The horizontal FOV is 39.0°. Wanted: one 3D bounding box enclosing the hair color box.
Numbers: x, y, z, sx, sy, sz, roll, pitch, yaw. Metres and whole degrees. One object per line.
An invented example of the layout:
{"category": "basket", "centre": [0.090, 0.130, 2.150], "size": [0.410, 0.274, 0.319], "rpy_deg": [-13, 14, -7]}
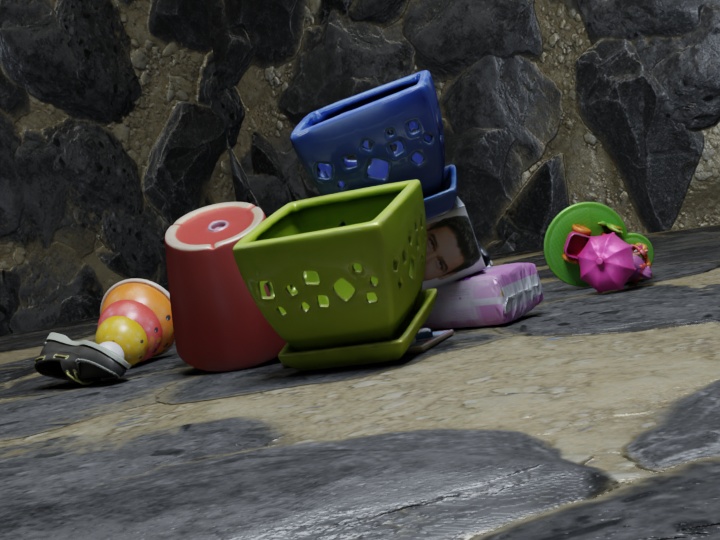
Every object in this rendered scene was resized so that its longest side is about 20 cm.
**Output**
{"category": "hair color box", "centre": [0.067, -0.019, 1.445], "size": [0.198, 0.100, 0.061], "rpy_deg": [-22, 16, 2]}

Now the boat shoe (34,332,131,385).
{"category": "boat shoe", "centre": [-0.414, 0.141, 1.508], "size": [0.200, 0.061, 0.072], "rpy_deg": [5, -33, 45]}

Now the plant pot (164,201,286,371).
{"category": "plant pot", "centre": [-0.184, 0.013, 1.426], "size": [0.198, 0.179, 0.201], "rpy_deg": [-9, 27, 5]}

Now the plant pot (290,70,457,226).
{"category": "plant pot", "centre": [0.033, -0.155, 1.420], "size": [0.198, 0.181, 0.200], "rpy_deg": [-19, 15, 10]}

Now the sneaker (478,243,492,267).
{"category": "sneaker", "centre": [0.140, -0.031, 1.639], "size": [0.079, 0.199, 0.130], "rpy_deg": [-44, -19, -12]}

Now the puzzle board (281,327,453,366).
{"category": "puzzle board", "centre": [0.012, 0.099, 1.365], "size": [0.198, 0.018, 0.151], "rpy_deg": [-8, 3, 21]}

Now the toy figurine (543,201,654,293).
{"category": "toy figurine", "centre": [0.419, -0.015, 1.681], "size": [0.198, 0.152, 0.184], "rpy_deg": [15, 14, -7]}

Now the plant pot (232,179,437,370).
{"category": "plant pot", "centre": [-0.017, 0.010, 1.268], "size": [0.197, 0.183, 0.200], "rpy_deg": [-9, 18, 22]}

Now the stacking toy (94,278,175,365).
{"category": "stacking toy", "centre": [-0.386, 0.115, 1.662], "size": [0.144, 0.148, 0.200], "rpy_deg": [-8, 22, 12]}

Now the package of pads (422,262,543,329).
{"category": "package of pads", "centre": [0.154, 0.040, 1.491], "size": [0.198, 0.077, 0.120], "rpy_deg": [-8, 4, 39]}
